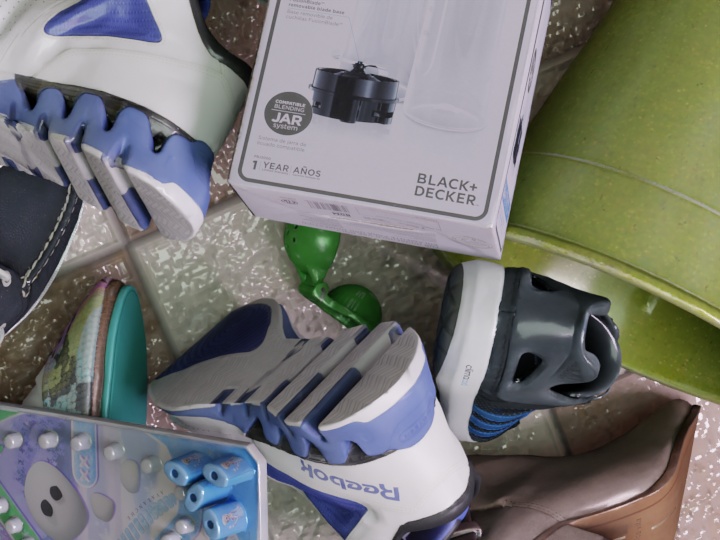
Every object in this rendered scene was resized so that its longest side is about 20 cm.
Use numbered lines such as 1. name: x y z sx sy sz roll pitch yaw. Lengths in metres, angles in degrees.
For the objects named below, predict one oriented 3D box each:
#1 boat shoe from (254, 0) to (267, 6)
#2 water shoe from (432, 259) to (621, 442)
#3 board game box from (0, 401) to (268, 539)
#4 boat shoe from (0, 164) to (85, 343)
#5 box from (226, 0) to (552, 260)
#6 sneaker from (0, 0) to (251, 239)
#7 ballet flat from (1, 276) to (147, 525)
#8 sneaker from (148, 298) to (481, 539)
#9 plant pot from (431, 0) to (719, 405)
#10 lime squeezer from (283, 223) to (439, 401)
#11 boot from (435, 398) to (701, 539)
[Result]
1. boat shoe: -0.038 -0.161 0.895 0.200 0.068 0.075 22 94 -14
2. water shoe: 0.079 0.047 0.885 0.079 0.200 0.072 11 82 9
3. board game box: -0.130 0.167 0.883 0.200 0.026 0.200 6 102 32
4. boat shoe: -0.193 0.016 0.881 0.076 0.060 0.200 38 76 -12
5. box: 0.024 -0.115 0.819 0.117 0.060 0.200 9 79 10
6. sneaker: -0.128 -0.102 0.860 0.199 0.081 0.115 27 68 16
7. ballet flat: -0.133 0.104 0.927 0.071 0.069 0.200 -4 101 15
8. sneaker: -0.014 0.084 0.872 0.081 0.199 0.115 -41 113 -22
9. plant pot: 0.160 -0.057 0.906 0.200 0.200 0.190 28 81 -14
10. lime squeezer: 0.000 0.000 0.953 0.071 0.038 0.200 -27 105 -38
11. boot: 0.081 0.112 0.941 0.146 0.200 0.070 9 118 15
